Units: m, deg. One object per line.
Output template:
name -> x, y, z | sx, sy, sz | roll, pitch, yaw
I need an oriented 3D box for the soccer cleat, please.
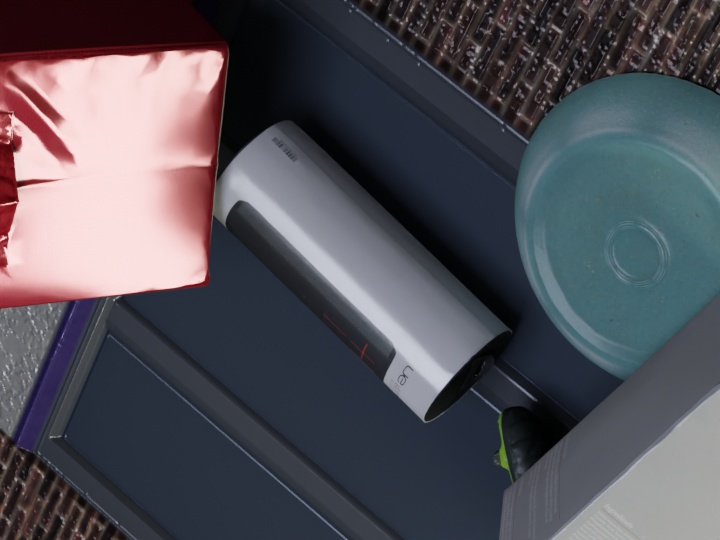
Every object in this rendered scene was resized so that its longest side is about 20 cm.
soccer cleat -> 0.150, 0.167, 1.532 | 0.081, 0.068, 0.200 | -28, 87, 17

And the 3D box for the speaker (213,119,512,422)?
speaker -> 0.000, 0.000, 1.554 | 0.200, 0.081, 0.081 | 44, 129, 12

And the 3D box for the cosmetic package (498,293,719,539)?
cosmetic package -> 0.170, 0.117, 1.409 | 0.090, 0.107, 0.200 | 41, 117, -14

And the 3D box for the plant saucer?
plant saucer -> 0.168, -0.014, 1.453 | 0.200, 0.036, 0.201 | 14, 116, 31

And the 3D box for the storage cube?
storage cube -> -0.198, -0.090, 1.556 | 0.200, 0.179, 0.171 | -133, 43, -53
